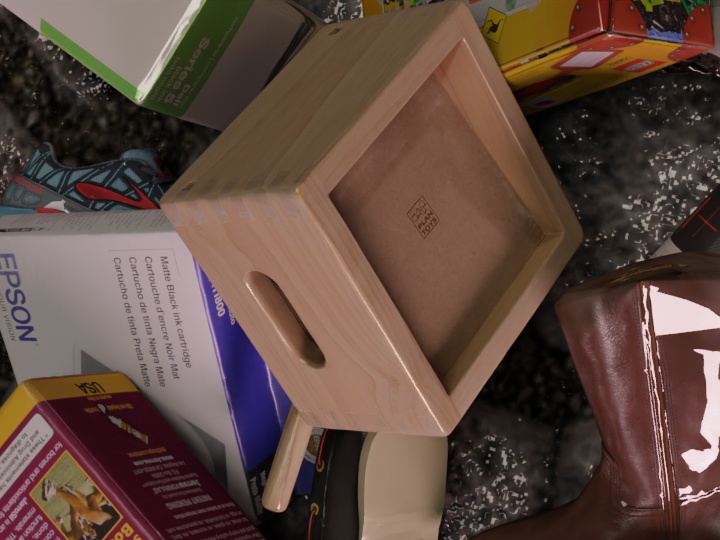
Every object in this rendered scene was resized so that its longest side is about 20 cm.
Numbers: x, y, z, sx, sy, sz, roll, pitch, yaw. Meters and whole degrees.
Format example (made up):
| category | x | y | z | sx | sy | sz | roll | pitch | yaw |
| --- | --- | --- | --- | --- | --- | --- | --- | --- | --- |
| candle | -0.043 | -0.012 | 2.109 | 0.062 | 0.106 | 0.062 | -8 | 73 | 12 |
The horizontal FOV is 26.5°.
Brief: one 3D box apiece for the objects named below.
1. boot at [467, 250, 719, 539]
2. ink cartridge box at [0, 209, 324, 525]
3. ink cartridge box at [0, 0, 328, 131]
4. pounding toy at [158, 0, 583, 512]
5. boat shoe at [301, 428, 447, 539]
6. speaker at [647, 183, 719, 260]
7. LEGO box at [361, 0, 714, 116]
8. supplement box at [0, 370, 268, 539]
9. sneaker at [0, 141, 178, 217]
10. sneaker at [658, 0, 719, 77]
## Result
| category | x | y | z | sx | sy | sz | roll | pitch | yaw |
| --- | --- | --- | --- | --- | --- | --- | --- | --- | --- |
| boot | 0.118 | 0.081 | 0.788 | 0.186 | 0.064 | 0.200 | -12 | 125 | 9 |
| ink cartridge box | -0.112 | 0.059 | 0.900 | 0.200 | 0.041 | 0.200 | -2 | 116 | 21 |
| ink cartridge box | -0.108 | -0.149 | 0.888 | 0.145 | 0.200 | 0.084 | 36 | 100 | 21 |
| pounding toy | 0.000 | 0.000 | 0.801 | 0.142 | 0.200 | 0.184 | -1 | 39 | 44 |
| boat shoe | 0.003 | 0.169 | 0.887 | 0.063 | 0.074 | 0.202 | 21 | 105 | 58 |
| speaker | 0.235 | -0.035 | 0.809 | 0.200 | 0.081 | 0.081 | -48 | 71 | 11 |
| LEGO box | 0.086 | -0.167 | 0.829 | 0.200 | 0.077 | 0.149 | -14 | 77 | 54 |
| supplement box | -0.131 | 0.169 | 0.830 | 0.200 | 0.103 | 0.131 | 47 | 106 | 17 |
| sneaker | -0.130 | -0.035 | 0.947 | 0.200 | 0.079 | 0.096 | 13 | 66 | 8 |
| sneaker | 0.190 | -0.128 | 0.815 | 0.079 | 0.074 | 0.200 | -52 | 34 | 21 |
